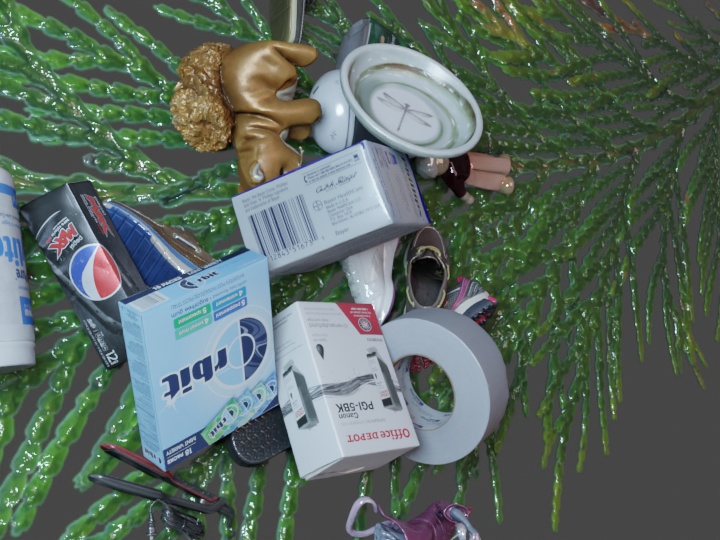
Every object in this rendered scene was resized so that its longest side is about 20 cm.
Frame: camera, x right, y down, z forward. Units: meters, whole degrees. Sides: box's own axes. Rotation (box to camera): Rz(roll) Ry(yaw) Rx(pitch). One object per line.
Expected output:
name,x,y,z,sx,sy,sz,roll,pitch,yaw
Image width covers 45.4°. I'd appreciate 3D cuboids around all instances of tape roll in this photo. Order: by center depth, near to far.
tape roll,0.094,0.152,1.146,0.066,0.200,0.201,-22,93,-56

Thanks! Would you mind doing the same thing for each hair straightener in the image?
hair straightener,-0.223,0.270,0.978,0.200,0.041,0.077,38,58,-31

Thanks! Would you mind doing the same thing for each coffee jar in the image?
coffee jar,0.062,-0.293,1.316,0.200,0.085,0.105,24,65,-33

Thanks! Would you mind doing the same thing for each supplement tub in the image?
supplement tub,-0.395,0.004,0.841,0.132,0.132,0.201,-6,83,-40

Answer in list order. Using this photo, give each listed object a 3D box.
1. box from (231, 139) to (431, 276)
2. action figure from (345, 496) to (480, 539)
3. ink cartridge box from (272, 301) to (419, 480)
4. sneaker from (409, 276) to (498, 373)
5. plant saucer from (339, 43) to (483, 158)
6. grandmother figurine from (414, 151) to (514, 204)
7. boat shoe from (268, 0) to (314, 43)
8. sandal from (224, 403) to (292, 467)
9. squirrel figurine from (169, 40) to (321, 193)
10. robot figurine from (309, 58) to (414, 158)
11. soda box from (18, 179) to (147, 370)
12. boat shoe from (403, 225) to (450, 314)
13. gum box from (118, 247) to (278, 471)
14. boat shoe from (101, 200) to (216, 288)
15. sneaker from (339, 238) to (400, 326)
box,-0.030,-0.074,1.075,0.105,0.183,0.200,71,17,4
action figure,0.081,0.365,1.177,0.149,0.134,0.200,36,30,24
ink cartridge box,-0.026,0.146,1.077,0.147,0.083,0.201,4,60,-47
sneaker,0.110,0.082,1.274,0.200,0.081,0.075,-30,61,-30
plant saucer,0.060,-0.207,1.108,0.199,0.050,0.201,15,47,-17
grandmother figurine,0.165,-0.170,1.387,0.200,0.060,0.122,0,70,-42
boat shoe,-0.090,-0.406,1.232,0.066,0.072,0.202,7,70,-32
sandal,-0.090,0.196,1.088,0.200,0.048,0.076,-8,70,-42
squirrel figurine,-0.152,-0.191,1.108,0.199,0.141,0.187,4,86,-24
robot figurine,0.024,-0.222,1.218,0.199,0.125,0.151,0,87,-11
soda box,-0.290,0.003,0.951,0.200,0.063,0.071,63,7,-7
boat shoe,0.097,0.002,1.250,0.072,0.060,0.200,10,48,1
gum box,-0.172,0.097,0.958,0.170,0.044,0.201,-27,127,-41
boat shoe,-0.229,-0.015,1.022,0.200,0.072,0.072,42,30,-9
sneaker,0.000,0.000,1.214,0.099,0.075,0.201,11,71,-16
